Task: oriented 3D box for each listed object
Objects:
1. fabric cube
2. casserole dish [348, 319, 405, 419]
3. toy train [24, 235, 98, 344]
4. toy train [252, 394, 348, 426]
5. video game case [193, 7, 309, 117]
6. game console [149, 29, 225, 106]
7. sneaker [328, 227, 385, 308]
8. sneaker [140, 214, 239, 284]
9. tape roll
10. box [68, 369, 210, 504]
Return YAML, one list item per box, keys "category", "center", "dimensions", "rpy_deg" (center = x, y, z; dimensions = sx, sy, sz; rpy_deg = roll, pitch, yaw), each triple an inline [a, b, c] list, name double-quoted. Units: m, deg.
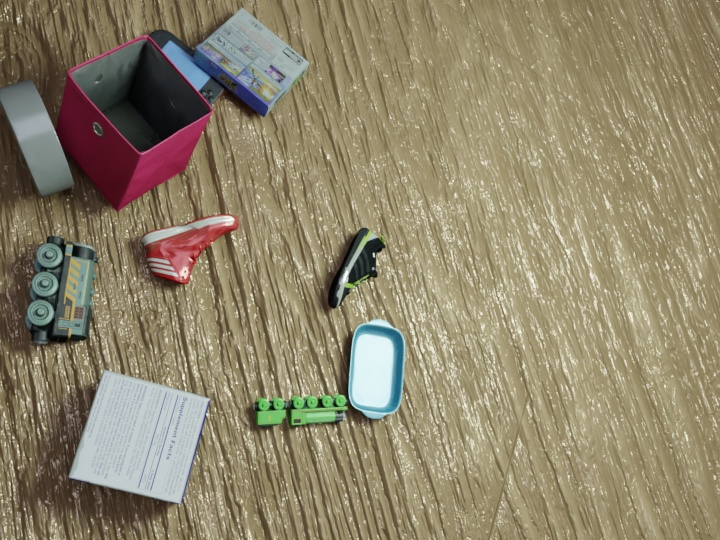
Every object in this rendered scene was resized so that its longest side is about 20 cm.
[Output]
- category: "fabric cube"
  center: [-0.435, -0.278, 1.300]
  dimensions: [0.197, 0.199, 0.200]
  rpy_deg: [47, 49, -2]
- category: "casserole dish"
  center: [0.030, 0.206, 1.422]
  dimensions: [0.118, 0.039, 0.206]
  rpy_deg: [10, 72, -15]
- category: "toy train"
  center: [-0.550, 0.039, 1.262]
  dimensions: [0.111, 0.085, 0.206]
  rpy_deg: [11, 69, -28]
- category: "toy train"
  center: [-0.116, 0.278, 1.352]
  dimensions: [0.194, 0.042, 0.058]
  rpy_deg: [1, 83, -18]
- category: "video game case"
  center: [-0.239, -0.462, 1.513]
  dimensions: [0.198, 0.046, 0.183]
  rpy_deg: [38, 54, -4]
- category: "game console"
  center: [-0.406, -0.404, 1.465]
  dimensions: [0.198, 0.031, 0.179]
  rpy_deg: [37, 66, -4]
- category: "sneaker"
  center: [0.000, 0.000, 1.456]
  dimensions: [0.081, 0.072, 0.204]
  rpy_deg: [29, 67, -9]
- category: "sneaker"
  center: [-0.329, -0.037, 1.367]
  dimensions: [0.194, 0.078, 0.119]
  rpy_deg: [-15, 87, -9]
- category: "tape roll"
  center: [-0.599, -0.242, 1.260]
  dimensions: [0.065, 0.200, 0.204]
  rpy_deg: [-24, 82, -23]
- category: "box"
  center: [-0.389, 0.299, 1.219]
  dimensions: [0.195, 0.105, 0.189]
  rpy_deg: [17, 69, -12]
